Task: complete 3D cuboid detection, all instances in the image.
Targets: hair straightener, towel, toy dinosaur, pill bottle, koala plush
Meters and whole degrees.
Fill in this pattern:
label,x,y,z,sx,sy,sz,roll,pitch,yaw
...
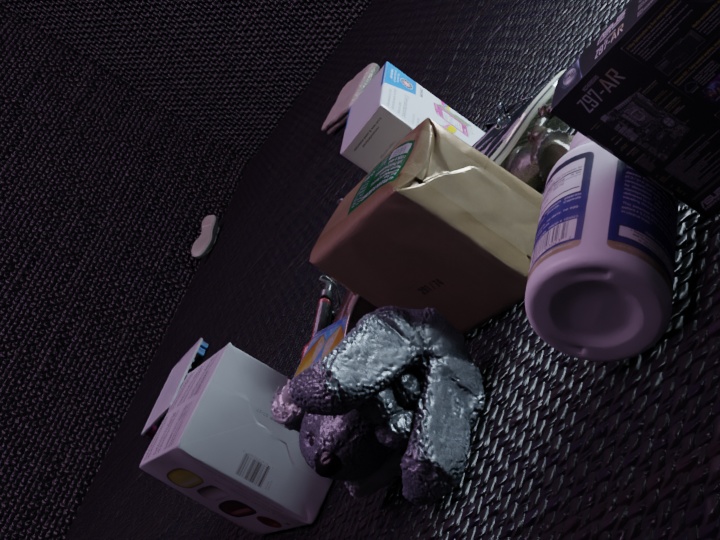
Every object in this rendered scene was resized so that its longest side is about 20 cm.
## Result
label,x,y,z,sx,sy,sz,roll,pitch,yaw
hair straightener,-0.057,0.103,1.746,0.077,0.041,0.201,63,-151,-61
towel,-0.022,-0.393,2.880,0.133,0.034,0.200,-64,14,-18
toy dinosaur,0.182,-0.109,1.322,0.200,0.077,0.102,-37,11,49
pill bottle,0.198,-0.033,1.000,0.111,0.111,0.201,-47,17,42
koala plush,0.009,0.144,1.227,0.200,0.177,0.184,-47,6,45

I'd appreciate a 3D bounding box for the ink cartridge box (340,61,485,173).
label,x,y,z,sx,sy,sz,roll,pitch,yaw
ink cartridge box,0.084,-0.141,1.500,0.085,0.200,0.145,-48,16,26

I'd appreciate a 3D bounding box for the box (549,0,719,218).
label,x,y,z,sx,sy,sz,roll,pitch,yaw
box,0.261,-0.145,0.906,0.200,0.160,0.044,-48,16,44

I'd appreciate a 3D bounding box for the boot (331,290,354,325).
label,x,y,z,sx,sy,sz,roll,pitch,yaw
boot,0.026,0.006,1.686,0.201,0.064,0.186,-60,3,-11

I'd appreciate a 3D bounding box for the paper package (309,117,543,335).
label,x,y,z,sx,sy,sz,roll,pitch,yaw
paper package,0.076,-0.031,1.284,0.200,0.190,0.104,-38,24,55

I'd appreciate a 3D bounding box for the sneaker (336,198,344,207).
label,x,y,z,sx,sy,sz,roll,pitch,yaw
sneaker,0.034,-0.061,1.588,0.115,0.076,0.201,-21,-11,-5

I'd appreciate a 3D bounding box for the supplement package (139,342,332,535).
label,x,y,z,sx,sy,sz,roll,pitch,yaw
supplement package,-0.142,0.216,1.550,0.148,0.191,0.200,-63,13,-24

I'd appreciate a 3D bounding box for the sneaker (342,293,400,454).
label,x,y,z,sx,sy,sz,roll,pitch,yaw
sneaker,-0.001,0.120,1.375,0.106,0.074,0.201,149,126,-67

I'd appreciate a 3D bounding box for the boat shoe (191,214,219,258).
label,x,y,z,sx,sy,sz,roll,pitch,yaw
boat shoe,-0.483,-0.096,3.950,0.066,0.057,0.201,-13,38,20

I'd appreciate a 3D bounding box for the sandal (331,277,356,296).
label,x,y,z,sx,sy,sz,roll,pitch,yaw
sandal,0.000,0.006,1.515,0.212,0.069,0.078,28,-116,-64

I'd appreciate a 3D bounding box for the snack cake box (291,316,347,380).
label,x,y,z,sx,sy,sz,roll,pitch,yaw
snack cake box,-0.024,0.127,1.587,0.115,0.067,0.200,-63,13,-22

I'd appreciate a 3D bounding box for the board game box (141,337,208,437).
label,x,y,z,sx,sy,sz,roll,pitch,yaw
board game box,-0.435,0.278,2.924,0.200,0.026,0.201,-43,21,51

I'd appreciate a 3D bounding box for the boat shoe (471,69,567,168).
label,x,y,z,sx,sy,sz,roll,pitch,yaw
boat shoe,0.172,-0.152,1.400,0.200,0.075,0.062,-49,52,-2
